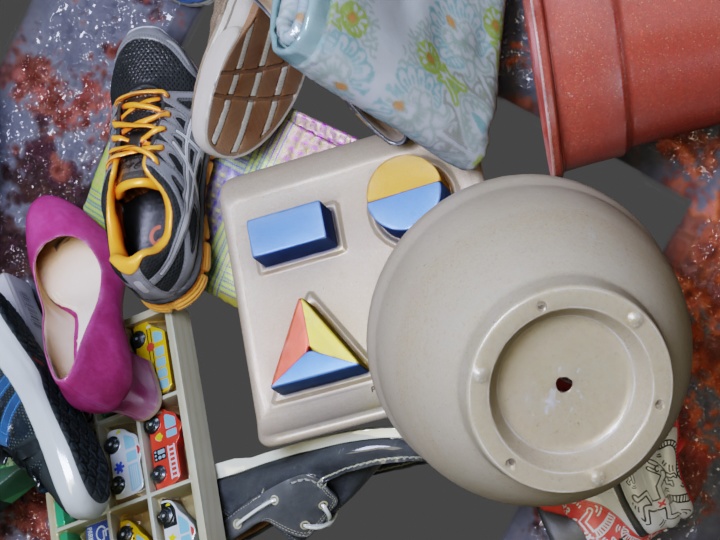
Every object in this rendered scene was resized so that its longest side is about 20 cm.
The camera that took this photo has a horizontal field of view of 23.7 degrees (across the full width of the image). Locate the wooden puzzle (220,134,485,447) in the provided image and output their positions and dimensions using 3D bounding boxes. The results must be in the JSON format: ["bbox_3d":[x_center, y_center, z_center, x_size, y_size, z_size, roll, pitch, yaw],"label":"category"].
[{"bbox_3d":[0.000,0.000,1.128,0.184,0.046,0.202,-16,67,14],"label":"wooden puzzle"}]

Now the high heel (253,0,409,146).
[{"bbox_3d":[-0.032,-0.162,1.099,0.071,0.199,0.144,-31,60,31],"label":"high heel"}]

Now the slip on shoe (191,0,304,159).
[{"bbox_3d":[-0.075,-0.174,1.187,0.060,0.076,0.202,12,85,47],"label":"slip on shoe"}]

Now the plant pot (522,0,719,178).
[{"bbox_3d":[0.200,-0.170,1.069,0.193,0.201,0.203,-9,86,6],"label":"plant pot"}]

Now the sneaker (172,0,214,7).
[{"bbox_3d":[-0.185,-0.256,1.213,0.199,0.089,0.079,25,93,14],"label":"sneaker"}]

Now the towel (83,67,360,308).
[{"bbox_3d":[-0.091,-0.056,1.216,0.199,0.023,0.145,26,95,14],"label":"towel"}]

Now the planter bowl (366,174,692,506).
[{"bbox_3d":[0.110,0.054,1.005,0.198,0.135,0.202,-1,102,-7],"label":"planter bowl"}]

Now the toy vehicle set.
[{"bbox_3d":[-0.161,0.135,1.181,0.123,0.026,0.202,-23,63,21],"label":"toy vehicle set"}]

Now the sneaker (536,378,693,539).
[{"bbox_3d":[0.145,0.089,1.131,0.107,0.067,0.203,-24,78,3],"label":"sneaker"}]

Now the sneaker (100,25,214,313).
[{"bbox_3d":[-0.142,-0.076,1.175,0.078,0.077,0.202,-12,75,17],"label":"sneaker"}]

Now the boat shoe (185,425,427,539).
[{"bbox_3d":[-0.035,0.150,1.166,0.198,0.072,0.068,-19,74,21],"label":"boat shoe"}]

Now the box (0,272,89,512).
[{"bbox_3d":[-0.295,0.117,1.225,0.200,0.036,0.145,-39,58,13],"label":"box"}]

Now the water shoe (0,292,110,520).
[{"bbox_3d":[-0.233,0.099,1.134,0.079,0.072,0.201,-37,58,2],"label":"water shoe"}]

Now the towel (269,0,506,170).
[{"bbox_3d":[0.026,-0.186,1.095,0.048,0.170,0.202,-21,53,46],"label":"towel"}]

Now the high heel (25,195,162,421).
[{"bbox_3d":[-0.205,0.016,1.173,0.067,0.096,0.201,-33,60,15],"label":"high heel"}]
